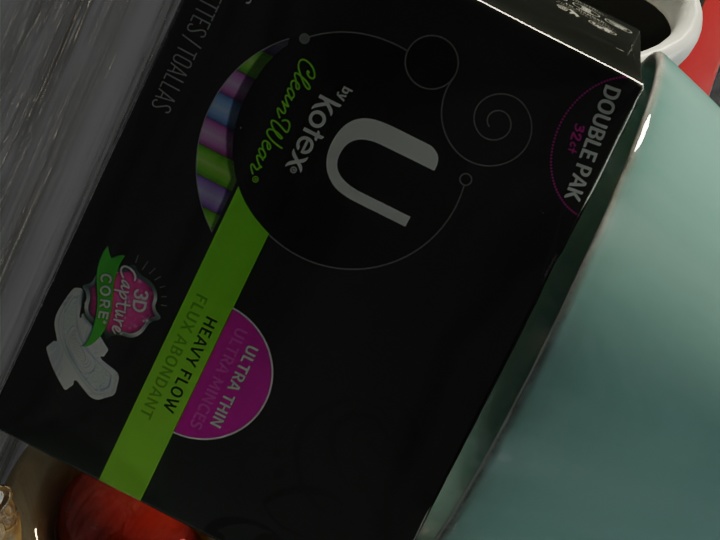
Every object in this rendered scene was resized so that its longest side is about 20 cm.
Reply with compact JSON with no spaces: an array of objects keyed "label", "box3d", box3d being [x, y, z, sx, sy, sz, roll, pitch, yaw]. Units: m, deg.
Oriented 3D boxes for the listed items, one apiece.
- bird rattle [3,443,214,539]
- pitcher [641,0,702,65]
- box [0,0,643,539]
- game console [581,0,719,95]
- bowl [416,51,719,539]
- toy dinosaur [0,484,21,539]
[{"label":"bird rattle","box3d":[-0.066,0.115,1.069,0.201,0.162,0.113,-63,157,-15]},{"label":"pitcher","box3d":[0.042,-0.091,1.104,0.200,0.171,0.122,-63,172,-47]},{"label":"box","box3d":[-0.012,-0.016,0.932,0.201,0.148,0.124,-64,180,13]},{"label":"game console","box3d":[0.096,-0.138,1.245,0.200,0.031,0.178,16,-99,47]},{"label":"bowl","box3d":[0.102,0.037,0.957,0.201,0.105,0.201,-63,-177,5]},{"label":"toy dinosaur","box3d":[-0.134,0.132,0.978,0.200,0.060,0.107,114,1,-67]}]
